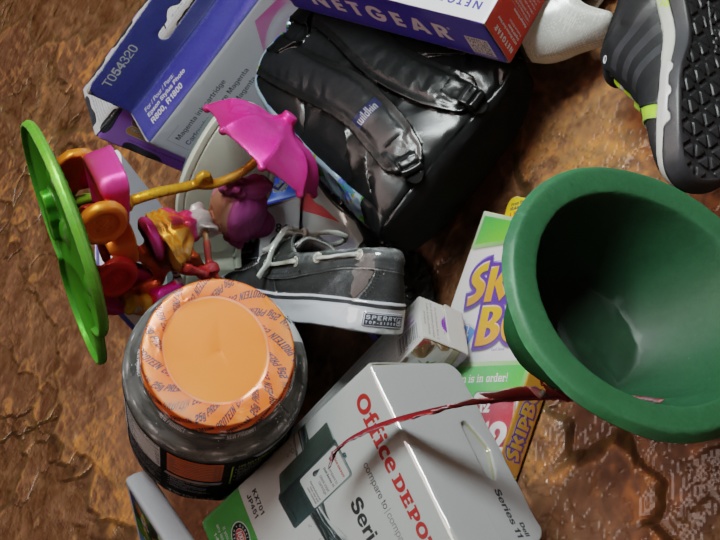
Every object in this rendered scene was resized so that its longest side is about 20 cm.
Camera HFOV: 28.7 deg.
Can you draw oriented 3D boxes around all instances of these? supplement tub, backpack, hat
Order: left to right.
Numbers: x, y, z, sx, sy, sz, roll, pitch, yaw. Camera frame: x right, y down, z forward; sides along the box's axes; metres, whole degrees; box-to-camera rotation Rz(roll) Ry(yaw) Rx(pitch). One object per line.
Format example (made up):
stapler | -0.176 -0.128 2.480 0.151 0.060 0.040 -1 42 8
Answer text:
supplement tub | -0.101 0.082 0.963 0.200 0.122 0.123 114 163 -69
backpack | 0.012 -0.122 1.040 0.200 0.154 0.163 37 87 23
hat | 0.118 0.049 0.843 0.176 0.200 0.166 127 161 -55

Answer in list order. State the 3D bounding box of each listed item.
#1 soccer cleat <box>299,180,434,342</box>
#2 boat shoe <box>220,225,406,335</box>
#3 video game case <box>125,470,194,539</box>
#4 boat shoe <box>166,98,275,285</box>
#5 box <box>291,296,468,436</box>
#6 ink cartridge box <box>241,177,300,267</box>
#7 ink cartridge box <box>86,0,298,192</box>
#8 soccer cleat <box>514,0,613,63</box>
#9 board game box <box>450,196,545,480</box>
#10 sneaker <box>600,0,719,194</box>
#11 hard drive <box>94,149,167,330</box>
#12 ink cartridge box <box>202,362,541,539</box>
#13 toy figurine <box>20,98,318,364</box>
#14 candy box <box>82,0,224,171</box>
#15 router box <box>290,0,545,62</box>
soccer cleat | 0.000 0.000 1.071 0.073 0.068 0.200 -67 34 35
boat shoe | -0.038 0.003 0.992 0.199 0.073 0.068 5 88 59
video game case | -0.111 0.267 1.012 0.200 0.022 0.183 42 145 52
boat shoe | -0.114 -0.050 1.075 0.062 0.073 0.200 -119 35 -48
box | 0.004 0.095 1.003 0.200 0.039 0.042 -49 30 36
ink cartridge box | -0.084 0.014 1.128 0.099 0.039 0.201 172 102 -65
ink cartridge box | -0.083 -0.165 1.132 0.196 0.200 0.043 -49 41 24
soccer cleat | 0.150 -0.232 1.002 0.086 0.070 0.201 -6 61 22
board game box | 0.095 0.046 0.955 0.095 0.030 0.200 15 83 52
sneaker | 0.194 -0.124 0.891 0.083 0.072 0.200 -33 41 47
hard drive | -0.160 0.012 1.150 0.025 0.200 0.132 -16 56 11
ink cartridge box | 0.003 0.172 0.923 0.200 0.083 0.147 -46 58 31
toy figurine | -0.117 -0.039 0.972 0.150 0.184 0.200 57 159 37
candy box | -0.108 -0.177 1.194 0.200 0.168 0.072 -49 42 23
router box | 0.057 -0.252 0.987 0.200 0.049 0.180 22 77 36
